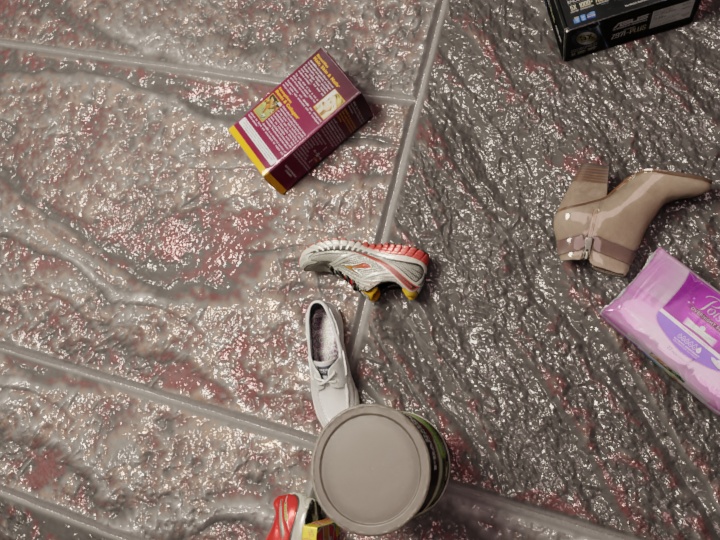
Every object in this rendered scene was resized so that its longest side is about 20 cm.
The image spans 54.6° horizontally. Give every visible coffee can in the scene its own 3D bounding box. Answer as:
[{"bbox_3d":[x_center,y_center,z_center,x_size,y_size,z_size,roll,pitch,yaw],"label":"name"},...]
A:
[{"bbox_3d":[0.033,0.252,0.900,0.144,0.200,0.149,-3,76,13],"label":"coffee can"}]

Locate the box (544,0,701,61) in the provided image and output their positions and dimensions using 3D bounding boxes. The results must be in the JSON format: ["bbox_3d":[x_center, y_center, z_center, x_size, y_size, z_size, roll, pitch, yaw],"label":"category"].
[{"bbox_3d":[0.377,-0.430,1.034,0.197,0.086,0.166,-14,73,11],"label":"box"}]

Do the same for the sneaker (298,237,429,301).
[{"bbox_3d":[0.000,0.000,1.035,0.197,0.078,0.084,6,79,16],"label":"sneaker"}]

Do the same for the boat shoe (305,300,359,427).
[{"bbox_3d":[-0.045,0.140,1.017,0.071,0.069,0.203,-6,75,13],"label":"boat shoe"}]

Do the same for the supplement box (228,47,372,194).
[{"bbox_3d":[-0.094,-0.236,1.112,0.199,0.086,0.111,-40,70,3],"label":"supplement box"}]

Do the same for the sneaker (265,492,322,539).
[{"bbox_3d":[-0.108,0.415,0.976,0.084,0.077,0.203,2,70,26],"label":"sneaker"}]

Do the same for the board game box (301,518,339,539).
[{"bbox_3d":[-0.060,0.443,0.934,0.030,0.095,0.203,3,78,18],"label":"board game box"}]

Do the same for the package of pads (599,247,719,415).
[{"bbox_3d":[0.426,0.076,0.905,0.200,0.076,0.121,43,91,20],"label":"package of pads"}]

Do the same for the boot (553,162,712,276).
[{"bbox_3d":[0.370,-0.066,0.965,0.197,0.070,0.149,9,85,18],"label":"boot"}]
